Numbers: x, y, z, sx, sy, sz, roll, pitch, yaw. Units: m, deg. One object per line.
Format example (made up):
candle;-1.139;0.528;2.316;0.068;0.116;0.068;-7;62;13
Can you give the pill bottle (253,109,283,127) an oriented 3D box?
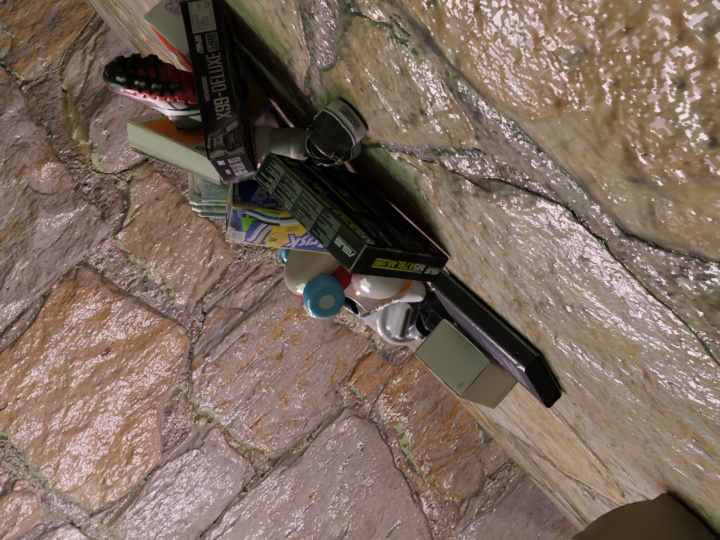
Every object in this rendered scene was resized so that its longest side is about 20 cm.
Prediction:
pill bottle;-0.171;-0.200;1.692;0.116;0.116;0.200;44;174;30

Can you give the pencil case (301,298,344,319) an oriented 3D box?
pencil case;-0.055;-0.022;1.770;0.077;0.089;0.201;18;120;21

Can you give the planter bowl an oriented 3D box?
planter bowl;0.389;0.375;1.333;0.200;0.135;0.200;47;175;5

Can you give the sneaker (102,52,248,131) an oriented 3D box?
sneaker;-0.258;-0.237;1.419;0.199;0.098;0.071;4;-126;-28

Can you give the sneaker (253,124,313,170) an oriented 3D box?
sneaker;-0.071;-0.157;1.407;0.200;0.091;0.076;-12;-79;-73

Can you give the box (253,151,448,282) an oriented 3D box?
box;-0.009;-0.065;1.308;0.200;0.048;0.193;44;-157;29

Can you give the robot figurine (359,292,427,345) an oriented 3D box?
robot figurine;0.055;0.060;1.865;0.168;0.114;0.200;10;-166;-26

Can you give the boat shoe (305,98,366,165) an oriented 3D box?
boat shoe;-0.037;-0.151;1.191;0.069;0.057;0.200;46;176;-2

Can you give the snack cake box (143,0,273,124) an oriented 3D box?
snack cake box;-0.220;-0.305;1.520;0.115;0.067;0.200;45;176;31

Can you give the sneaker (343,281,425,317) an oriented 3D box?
sneaker;0.018;0.040;1.723;0.075;0.199;0.088;128;141;-53

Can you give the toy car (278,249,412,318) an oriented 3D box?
toy car;0.000;0.000;1.617;0.200;0.177;0.185;34;-166;-33

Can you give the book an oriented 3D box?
book;-0.219;-0.187;1.481;0.199;0.133;0.048;24;127;36

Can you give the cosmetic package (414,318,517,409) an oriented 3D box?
cosmetic package;0.168;0.147;1.595;0.103;0.073;0.200;44;-175;23

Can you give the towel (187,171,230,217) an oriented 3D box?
towel;-0.158;-0.143;1.526;0.172;0.198;0.048;-109;23;-48

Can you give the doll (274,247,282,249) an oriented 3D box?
doll;-0.099;-0.119;1.590;0.201;0.135;0.049;-84;-13;-44

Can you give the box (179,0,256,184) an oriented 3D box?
box;-0.175;-0.223;1.307;0.158;0.049;0.202;95;164;-85

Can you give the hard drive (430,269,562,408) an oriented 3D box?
hard drive;0.185;0.094;1.429;0.200;0.033;0.140;43;175;37

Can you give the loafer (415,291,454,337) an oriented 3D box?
loafer;0.117;0.074;1.670;0.068;0.070;0.201;47;176;3

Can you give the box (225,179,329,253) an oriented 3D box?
box;-0.085;-0.072;1.432;0.198;0.065;0.070;7;-141;-14
